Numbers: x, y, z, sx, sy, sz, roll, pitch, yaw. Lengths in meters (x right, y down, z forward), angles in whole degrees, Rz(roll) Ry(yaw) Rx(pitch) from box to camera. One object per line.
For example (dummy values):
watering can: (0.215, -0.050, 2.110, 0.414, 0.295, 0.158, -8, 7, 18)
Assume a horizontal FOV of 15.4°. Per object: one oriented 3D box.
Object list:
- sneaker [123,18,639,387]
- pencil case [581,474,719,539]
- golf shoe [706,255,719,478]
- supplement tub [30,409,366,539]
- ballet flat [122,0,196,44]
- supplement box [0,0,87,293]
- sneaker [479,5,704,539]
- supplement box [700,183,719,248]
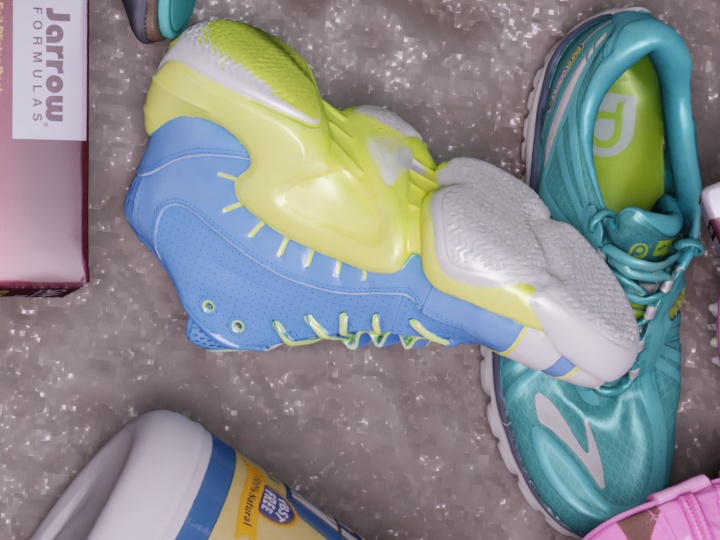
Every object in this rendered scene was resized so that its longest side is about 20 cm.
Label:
sneaker: (0.000, 0.000, 0.956, 0.200, 0.076, 0.105, 36, 114, 11)
pencil case: (0.126, 0.165, 0.892, 0.090, 0.094, 0.201, -16, 56, 2)
golf shoe: (0.177, 0.048, 0.996, 0.091, 0.075, 0.201, 2, 93, 24)
supplement tub: (-0.030, 0.158, 0.917, 0.200, 0.145, 0.145, 35, 80, -11)
ballet flat: (-0.071, -0.184, 0.963, 0.073, 0.073, 0.201, 16, 89, -13)
supplement box: (-0.196, -0.047, 0.919, 0.199, 0.061, 0.109, 0, 88, -15)
sneaker: (0.090, 0.002, 0.986, 0.077, 0.080, 0.201, 2, 88, -14)
supplement box: (0.202, 0.046, 0.915, 0.108, 0.061, 0.201, -23, 86, 5)
